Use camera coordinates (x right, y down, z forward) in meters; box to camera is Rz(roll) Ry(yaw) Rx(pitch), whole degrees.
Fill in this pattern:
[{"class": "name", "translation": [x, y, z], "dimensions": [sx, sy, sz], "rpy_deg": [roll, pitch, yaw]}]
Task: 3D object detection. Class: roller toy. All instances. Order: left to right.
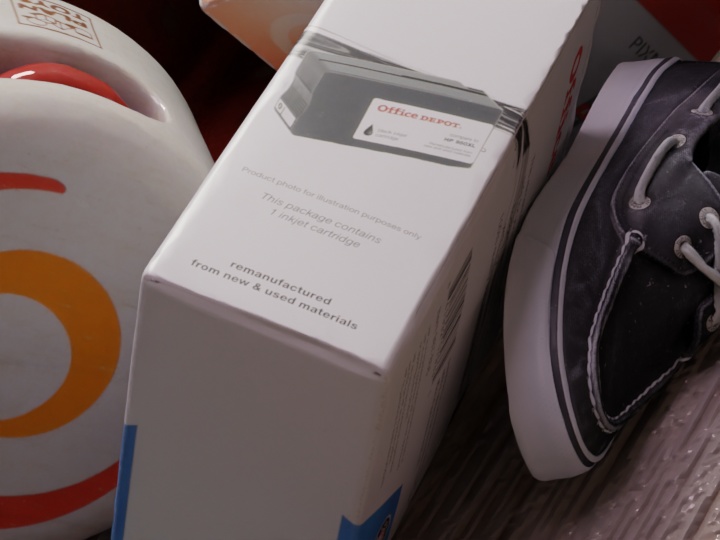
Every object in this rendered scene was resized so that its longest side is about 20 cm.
[{"class": "roller toy", "translation": [-0.134, -0.005, 1.017], "dimensions": [0.199, 0.183, 0.140], "rpy_deg": [-27, 29, 1]}]

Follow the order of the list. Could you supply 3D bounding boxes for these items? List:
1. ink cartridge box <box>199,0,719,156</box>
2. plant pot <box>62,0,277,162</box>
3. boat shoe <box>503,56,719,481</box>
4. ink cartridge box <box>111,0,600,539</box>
[{"class": "ink cartridge box", "translation": [0.068, -0.097, 1.005], "dimensions": [0.199, 0.162, 0.050], "rpy_deg": [-13, 57, 34]}, {"class": "plant pot", "translation": [-0.038, -0.161, 1.202], "dimensions": [0.199, 0.201, 0.176], "rpy_deg": [-11, 21, 26]}, {"class": "boat shoe", "translation": [0.102, -0.006, 0.947], "dimensions": [0.067, 0.072, 0.200], "rpy_deg": [-5, 33, 27]}, {"class": "ink cartridge box", "translation": [0.000, 0.000, 0.916], "dimensions": [0.084, 0.145, 0.200], "rpy_deg": [22, 47, 10]}]
